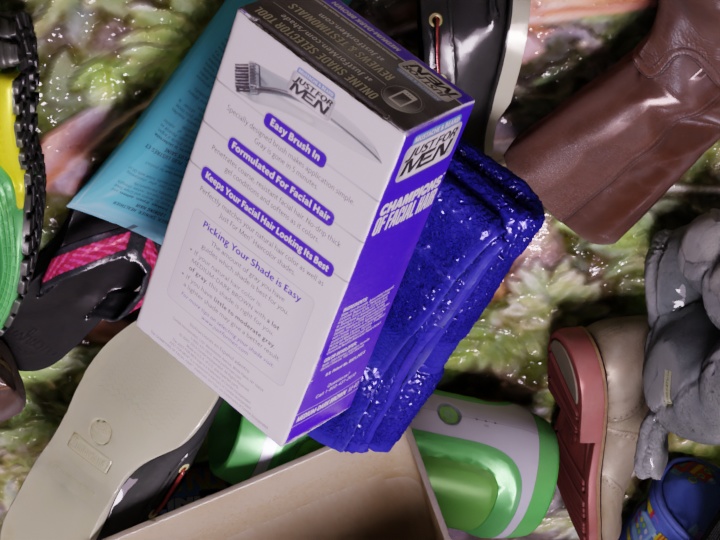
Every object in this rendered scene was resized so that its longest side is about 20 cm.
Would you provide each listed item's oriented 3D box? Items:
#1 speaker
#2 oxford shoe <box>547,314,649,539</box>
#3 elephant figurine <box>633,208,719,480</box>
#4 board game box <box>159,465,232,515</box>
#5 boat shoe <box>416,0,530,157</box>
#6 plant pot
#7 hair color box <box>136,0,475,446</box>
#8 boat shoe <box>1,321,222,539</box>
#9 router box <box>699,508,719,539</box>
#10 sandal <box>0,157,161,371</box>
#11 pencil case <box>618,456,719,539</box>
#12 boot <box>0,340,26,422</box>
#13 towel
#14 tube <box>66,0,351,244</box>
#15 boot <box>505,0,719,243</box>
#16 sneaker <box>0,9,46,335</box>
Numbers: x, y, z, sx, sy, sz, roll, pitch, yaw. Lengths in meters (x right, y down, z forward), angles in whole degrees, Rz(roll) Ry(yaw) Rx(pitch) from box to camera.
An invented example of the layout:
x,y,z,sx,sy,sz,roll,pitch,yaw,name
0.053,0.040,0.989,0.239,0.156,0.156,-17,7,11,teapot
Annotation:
x,y,z,sx,sy,sz,roll,pitch,yaw,name
0.014,0.105,1.358,0.199,0.089,0.089,13,131,-18,speaker
0.158,0.105,1.385,0.075,0.071,0.200,-17,141,-10,oxford shoe
0.267,0.033,1.297,0.199,0.142,0.155,0,165,-28,elephant figurine
-0.104,0.197,1.453,0.199,0.057,0.166,-5,136,-2,board game box
0.043,-0.073,1.199,0.063,0.074,0.202,2,129,-7,boat shoe
-0.017,0.242,1.282,0.199,0.200,0.177,-22,136,1,plant pot
-0.031,-0.026,1.117,0.065,0.109,0.200,-28,149,-46,hair color box
-0.131,0.096,1.320,0.202,0.074,0.063,-54,160,15,boat shoe
0.289,0.169,1.399,0.149,0.051,0.200,37,85,-33,router box
-0.146,0.003,1.268,0.075,0.045,0.200,27,126,-28,sandal
0.191,0.213,1.482,0.087,0.078,0.200,30,130,6,pencil case
-0.302,0.047,1.265,0.199,0.064,0.186,-11,149,18,boot
-0.008,0.000,1.188,0.147,0.050,0.200,34,129,2,towel
-0.071,-0.088,1.172,0.077,0.050,0.200,25,121,-21,tube
0.131,-0.105,1.179,0.186,0.064,0.200,32,127,-30,boot
-0.211,-0.051,1.200,0.085,0.078,0.201,2,125,1,sneaker
